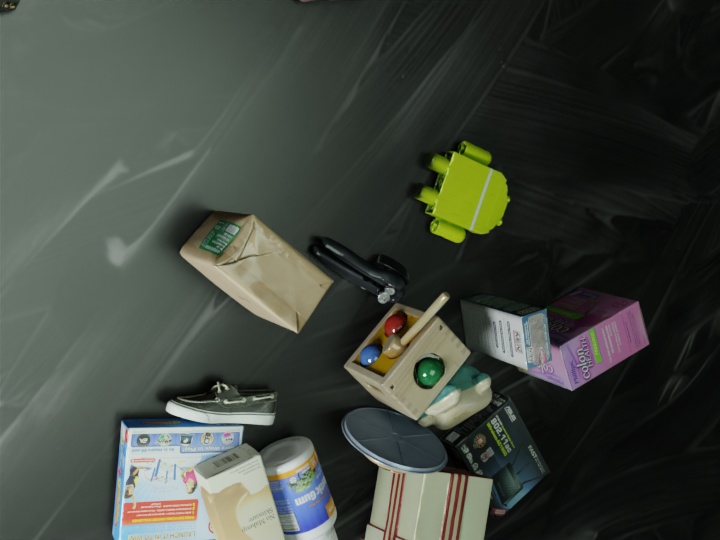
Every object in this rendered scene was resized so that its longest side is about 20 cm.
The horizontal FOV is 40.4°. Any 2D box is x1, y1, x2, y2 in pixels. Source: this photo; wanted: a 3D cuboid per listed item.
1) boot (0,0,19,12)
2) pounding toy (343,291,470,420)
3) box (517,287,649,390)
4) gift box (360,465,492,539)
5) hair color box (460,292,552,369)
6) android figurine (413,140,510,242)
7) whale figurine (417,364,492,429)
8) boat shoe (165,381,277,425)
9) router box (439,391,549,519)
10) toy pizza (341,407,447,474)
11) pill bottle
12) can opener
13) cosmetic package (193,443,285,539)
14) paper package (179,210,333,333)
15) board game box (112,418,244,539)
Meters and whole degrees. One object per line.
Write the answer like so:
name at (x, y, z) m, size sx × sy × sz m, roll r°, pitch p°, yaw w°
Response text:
boot at (-0.555, -0.366, 1.394) m, size 0.138 × 0.077 × 0.202 m, roll 10°, pitch 94°, yaw -32°
pounding toy at (0.087, 0.137, 1.717) m, size 0.184 × 0.200 × 0.142 m, roll -49°, pitch 114°, yaw -12°
box at (0.419, 0.128, 1.898) m, size 0.199 × 0.176 × 0.097 m, roll -27°, pitch 109°, yaw -20°
gift box at (0.109, 0.451, 1.792) m, size 0.199 × 0.184 × 0.188 m, roll 11°, pitch 84°, yaw -24°
hair color box at (0.266, 0.108, 1.803) m, size 0.060 × 0.200 × 0.101 m, roll -15°, pitch 104°, yaw -24°
android figurine at (0.196, -0.143, 1.821) m, size 0.199 × 0.041 × 0.183 m, roll 18°, pitch 89°, yaw -27°
whale figurine at (0.161, 0.223, 1.787) m, size 0.159 × 0.200 × 0.104 m, roll -34°, pitch 71°, yaw 13°
boat shoe at (-0.231, 0.220, 1.646) m, size 0.199 × 0.071 × 0.064 m, roll 8°, pitch 94°, yaw -36°
router box at (0.266, 0.363, 1.918) m, size 0.150 × 0.062 × 0.201 m, roll -38°, pitch 112°, yaw -18°
toy pizza at (0.058, 0.308, 1.735) m, size 0.199 × 0.200 × 0.032 m, roll 11°, pitch 110°, yaw -28°
pill bottle at (-0.106, 0.403, 1.708) m, size 0.112 × 0.112 × 0.201 m, roll -25°, pitch 108°, yaw -21°
can opener at (0.000, 0.000, 1.742) m, size 0.199 × 0.079 × 0.063 m, roll 24°, pitch 125°, yaw -24°
cosmetic package at (-0.196, 0.403, 1.622) m, size 0.105 × 0.071 × 0.201 m, roll -23°, pitch 107°, yaw -23°
paper package at (-0.170, -0.003, 1.568) m, size 0.190 × 0.200 × 0.104 m, roll 40°, pitch 79°, yaw -25°
board game box at (-0.304, 0.349, 1.631) m, size 0.199 × 0.056 × 0.197 m, roll 4°, pitch 96°, yaw -27°
